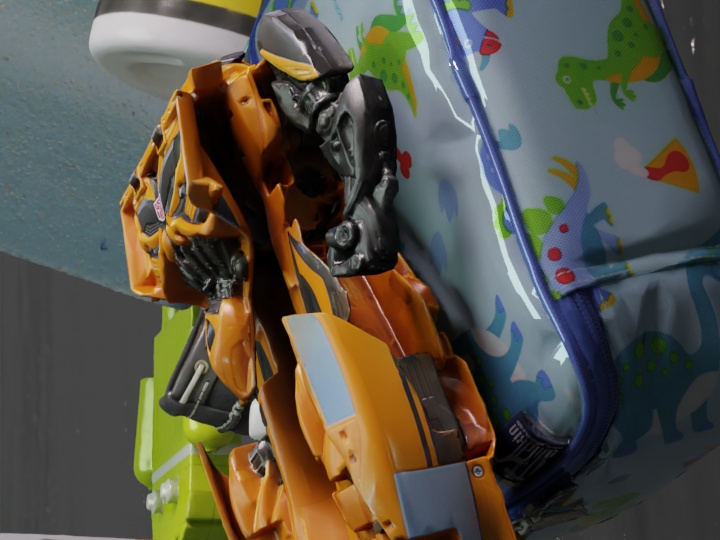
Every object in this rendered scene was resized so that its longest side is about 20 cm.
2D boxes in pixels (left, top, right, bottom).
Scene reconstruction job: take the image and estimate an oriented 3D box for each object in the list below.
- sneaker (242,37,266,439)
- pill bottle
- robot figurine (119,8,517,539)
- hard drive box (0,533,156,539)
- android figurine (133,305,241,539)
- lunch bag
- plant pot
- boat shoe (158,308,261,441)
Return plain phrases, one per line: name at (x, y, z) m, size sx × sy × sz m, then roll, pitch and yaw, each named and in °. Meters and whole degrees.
sneaker at (0.000, 0.000, 0.832) m, size 0.091 × 0.077 × 0.202 m, roll 7°, pitch 111°, yaw 50°
pill bottle at (-0.045, -0.175, 0.951) m, size 0.111 × 0.111 × 0.202 m, roll 164°, pitch 121°, yaw -74°
robot figurine at (-0.015, 0.028, 0.600) m, size 0.201 × 0.058 × 0.145 m, roll 69°, pitch 153°, yaw 19°
hard drive box at (-0.102, 0.192, 1.031) m, size 0.200 × 0.155 × 0.077 m, roll -150°, pitch 66°, yaw -72°
android figurine at (-0.101, 0.089, 1.264) m, size 0.182 × 0.041 × 0.202 m, roll 143°, pitch 130°, yaw -70°
lunch bag at (0.036, -0.020, 0.640) m, size 0.161 × 0.082 × 0.201 m, roll -50°, pitch 56°, yaw 61°
plant pot at (-0.145, -0.134, 1.159) m, size 0.196 × 0.195 × 0.201 m, roll -88°, pitch 18°, yaw -63°
boat shoe at (-0.057, -0.015, 1.055) m, size 0.072 × 0.067 × 0.201 m, roll 115°, pitch 163°, yaw -61°
